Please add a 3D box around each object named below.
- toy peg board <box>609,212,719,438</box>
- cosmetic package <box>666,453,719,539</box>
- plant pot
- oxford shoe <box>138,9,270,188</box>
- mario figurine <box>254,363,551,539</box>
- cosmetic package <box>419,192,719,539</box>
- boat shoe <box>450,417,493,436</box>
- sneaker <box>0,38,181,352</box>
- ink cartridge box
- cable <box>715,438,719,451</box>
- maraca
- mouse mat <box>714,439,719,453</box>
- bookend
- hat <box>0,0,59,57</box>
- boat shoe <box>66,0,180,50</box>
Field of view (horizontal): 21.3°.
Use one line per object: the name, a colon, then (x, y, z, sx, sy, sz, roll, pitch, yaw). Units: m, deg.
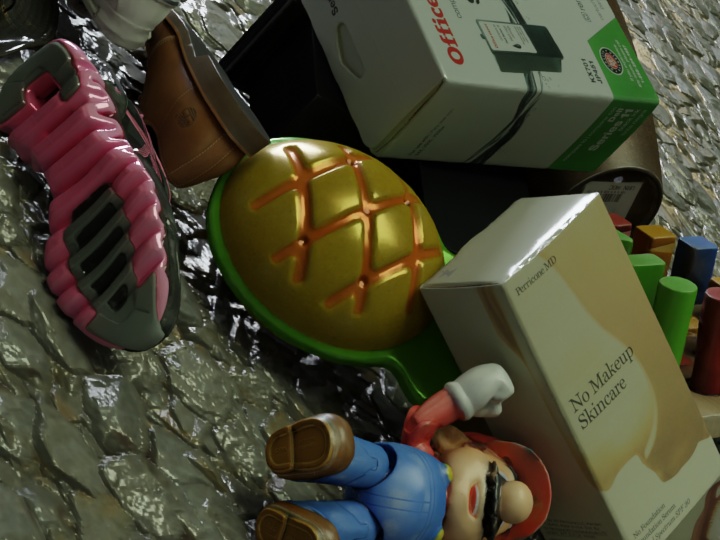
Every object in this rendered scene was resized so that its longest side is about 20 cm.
toy peg board: (0.221, 0.023, 1.312, 0.199, 0.098, 0.200, -5, 26, -29)
cosmetic package: (0.229, 0.204, 1.199, 0.103, 0.087, 0.200, 62, 28, -15)
plant pot: (0.140, -0.111, 1.417, 0.187, 0.187, 0.200, 23, 32, -43)
oxford shoe: (-0.114, -0.107, 1.164, 0.071, 0.071, 0.200, 50, 5, -26)
mario figurine: (0.042, 0.120, 1.035, 0.200, 0.124, 0.106, 6, 36, -50)
cosmetic package: (0.128, 0.065, 1.126, 0.105, 0.071, 0.200, -42, 114, -34)
boat shoe: (0.112, 0.121, 1.198, 0.200, 0.074, 0.066, 31, 61, -29)
sneaker: (-0.128, -0.035, 1.041, 0.095, 0.079, 0.200, 35, 27, -52)
ink cartridge box: (0.078, -0.148, 1.254, 0.200, 0.083, 0.147, 0, 56, -40)
cable: (0.228, 0.130, 1.422, 0.200, 0.050, 0.097, -1, 89, -40)
maraca: (0.000, 0.000, 1.129, 0.200, 0.107, 0.137, 34, 58, -8)
mouse mat: (0.216, 0.156, 1.331, 0.161, 0.008, 0.200, 8, 59, -46)
bookend: (0.011, -0.053, 1.255, 0.199, 0.092, 0.200, 25, 39, -30)
hat: (-0.230, -0.217, 1.109, 0.201, 0.081, 0.201, 37, 27, -22)
boat shoe: (-0.160, -0.189, 1.202, 0.072, 0.066, 0.200, 26, 12, -34)
